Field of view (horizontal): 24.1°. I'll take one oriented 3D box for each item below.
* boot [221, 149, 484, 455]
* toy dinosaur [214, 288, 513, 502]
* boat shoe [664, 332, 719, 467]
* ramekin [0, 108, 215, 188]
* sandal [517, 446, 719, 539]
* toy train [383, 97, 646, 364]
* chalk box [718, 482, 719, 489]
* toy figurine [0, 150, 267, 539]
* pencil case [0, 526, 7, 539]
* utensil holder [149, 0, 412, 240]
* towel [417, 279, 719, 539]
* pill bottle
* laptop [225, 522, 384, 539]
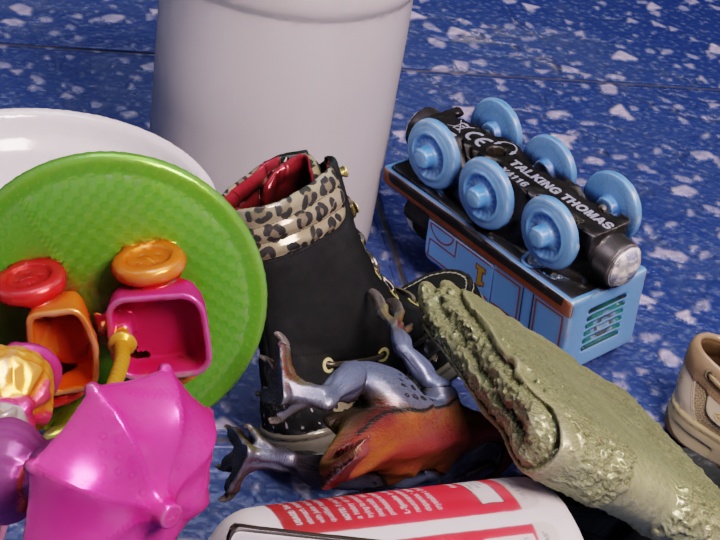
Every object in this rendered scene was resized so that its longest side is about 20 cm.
[{"bbox_3d":[0.001,0.000,0.954,0.073,0.155,0.203,2,25,36],"label":"boot"},{"bbox_3d":[0.022,0.094,0.833,0.180,0.106,0.200,13,17,-28],"label":"toy dinosaur"},{"bbox_3d":[0.267,0.101,0.959,0.199,0.065,0.071,26,34,25],"label":"boat shoe"},{"bbox_3d":[-0.184,-0.006,0.976,0.198,0.099,0.201,7,32,-4],"label":"ramekin"},{"bbox_3d":[0.119,0.123,0.897,0.199,0.048,0.075,-16,39,-36],"label":"sandal"},{"bbox_3d":[0.096,-0.027,1.073,0.086,0.115,0.200,-20,42,-36],"label":"toy train"},{"bbox_3d":[0.274,0.144,0.834,0.198,0.126,0.124,24,34,20],"label":"chalk box"},{"bbox_3d":[-0.133,0.057,0.711,0.197,0.152,0.185,-7,27,-3],"label":"toy figurine"},{"bbox_3d":[-0.261,0.098,0.798,0.198,0.087,0.083,20,20,15],"label":"pencil case"},{"bbox_3d":[-0.056,-0.123,1.103,0.168,0.202,0.171,7,32,-4],"label":"utensil holder"},{"bbox_3d":[0.108,0.076,0.845,0.148,0.037,0.200,31,9,-24],"label":"towel"},{"bbox_3d":[-0.004,0.157,0.746,0.198,0.113,0.113,-3,33,-21],"label":"pill bottle"},{"bbox_3d":[0.038,0.213,0.640,0.185,0.203,0.116,10,-4,-21],"label":"laptop"}]
